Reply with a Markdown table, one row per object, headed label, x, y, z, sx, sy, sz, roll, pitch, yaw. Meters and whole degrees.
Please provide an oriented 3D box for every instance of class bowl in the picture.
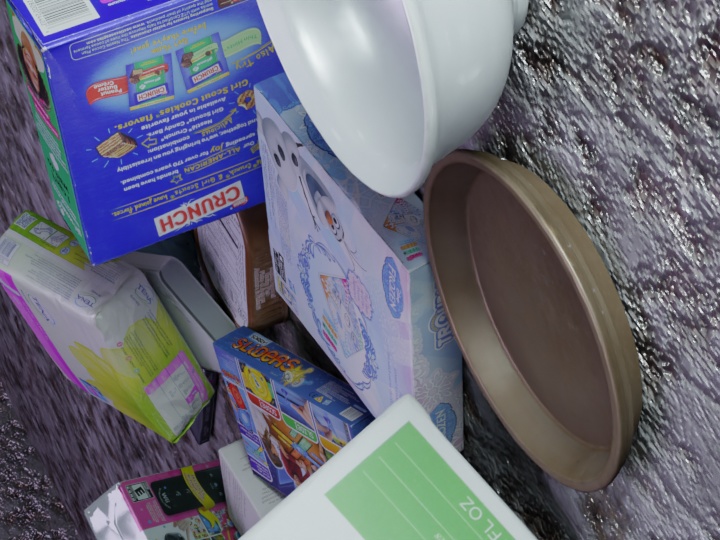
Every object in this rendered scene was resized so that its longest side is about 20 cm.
| label | x | y | z | sx | sy | sz | roll | pitch | yaw |
| --- | --- | --- | --- | --- | --- | --- | --- | --- | --- |
| bowl | 0.021 | -0.144 | 0.911 | 0.201 | 0.090 | 0.201 | 56 | 159 | 33 |

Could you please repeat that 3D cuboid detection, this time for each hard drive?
| label | x | y | z | sx | sy | sz | roll | pitch | yaw |
| --- | --- | --- | --- | --- | --- | --- | --- | --- | --- |
| hard drive | -0.181 | 0.034 | 1.639 | 0.200 | 0.026 | 0.132 | 7 | 142 | 55 |

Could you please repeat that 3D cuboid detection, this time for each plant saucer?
| label | x | y | z | sx | sy | sz | roll | pitch | yaw |
| --- | --- | --- | --- | --- | --- | --- | --- | --- | --- |
| plant saucer | 0.095 | 0.024 | 1.011 | 0.200 | 0.029 | 0.200 | 56 | 160 | 32 |

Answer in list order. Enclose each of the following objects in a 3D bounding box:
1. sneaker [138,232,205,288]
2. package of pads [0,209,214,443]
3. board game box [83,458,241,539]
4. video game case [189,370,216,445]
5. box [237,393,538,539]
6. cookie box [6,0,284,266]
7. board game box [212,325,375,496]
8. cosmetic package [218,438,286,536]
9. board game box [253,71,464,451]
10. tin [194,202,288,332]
| label | x | y | z | sx | sy | sz | roll | pitch | yaw |
| --- | --- | --- | --- | --- | --- | --- | --- | --- | --- |
| sneaker | -0.168 | 0.004 | 1.709 | 0.200 | 0.082 | 0.074 | 49 | 157 | -22 |
| package of pads | -0.222 | 0.053 | 1.614 | 0.154 | 0.068 | 0.200 | 26 | 155 | 35 |
| board game box | -0.131 | 0.249 | 1.680 | 0.064 | 0.200 | 0.148 | -41 | 69 | 33 |
| video game case | -0.191 | 0.084 | 1.944 | 0.143 | 0.019 | 0.200 | 60 | 161 | 21 |
| box | 0.018 | 0.223 | 1.182 | 0.199 | 0.171 | 0.200 | 48 | 160 | 8 |
| cookie box | -0.135 | -0.120 | 1.267 | 0.075 | 0.171 | 0.200 | 55 | 159 | 40 |
| board game box | -0.037 | 0.136 | 1.469 | 0.200 | 0.034 | 0.136 | 26 | 138 | 50 |
| cosmetic package | -0.040 | 0.236 | 1.583 | 0.200 | 0.085 | 0.108 | 53 | 158 | 36 |
| board game box | 0.000 | 0.000 | 1.231 | 0.199 | 0.043 | 0.200 | 52 | 157 | 37 |
| tin | -0.098 | -0.026 | 1.502 | 0.112 | 0.042 | 0.200 | 51 | 157 | 29 |
